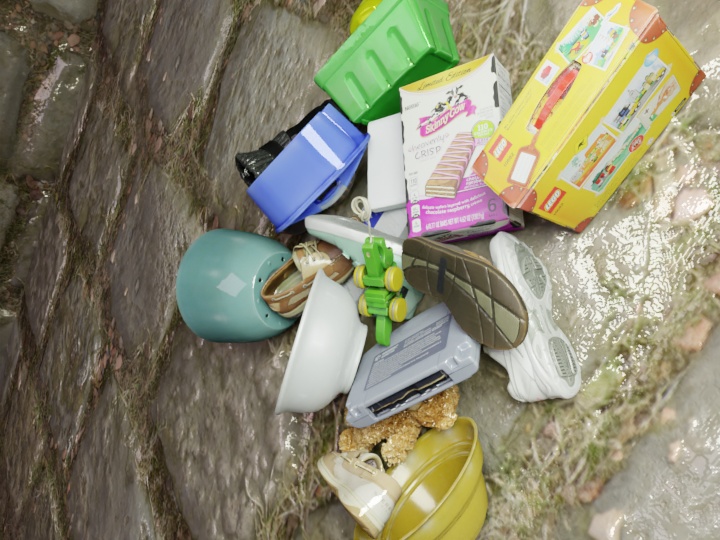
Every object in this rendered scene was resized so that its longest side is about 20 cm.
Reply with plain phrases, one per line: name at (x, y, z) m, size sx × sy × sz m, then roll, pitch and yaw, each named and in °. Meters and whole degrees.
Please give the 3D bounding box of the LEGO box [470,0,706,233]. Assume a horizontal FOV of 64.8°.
LEGO box at (0.229, -0.150, 0.575) m, size 0.202 × 0.147 × 0.078 m, roll -57°, pitch 48°, yaw 23°

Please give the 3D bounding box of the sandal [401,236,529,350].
sandal at (0.119, 0.015, 0.642) m, size 0.199 × 0.054 × 0.084 m, roll 33°, pitch 124°, yaw 51°

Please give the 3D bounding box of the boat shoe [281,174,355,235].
boat shoe at (-0.087, -0.138, 0.976) m, size 0.199 × 0.073 × 0.075 m, roll -35°, pitch 59°, yaw 37°

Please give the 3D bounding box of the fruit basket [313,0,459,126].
fruit basket at (0.030, -0.344, 0.844) m, size 0.212 × 0.154 × 0.222 m, roll 4°, pitch 97°, yaw 36°

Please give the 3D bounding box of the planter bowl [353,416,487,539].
planter bowl at (0.089, 0.276, 0.667) m, size 0.084 × 0.201 × 0.200 m, roll 45°, pitch 123°, yaw -2°

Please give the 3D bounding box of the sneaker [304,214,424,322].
sneaker at (0.000, 0.000, 0.796) m, size 0.196 × 0.074 × 0.121 m, roll 21°, pitch 106°, yaw 6°

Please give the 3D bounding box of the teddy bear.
teddy bear at (0.038, 0.187, 0.763) m, size 0.198 × 0.067 × 0.147 m, roll -20°, pitch 33°, yaw 50°

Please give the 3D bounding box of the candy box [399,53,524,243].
candy box at (0.122, -0.144, 0.706) m, size 0.134 × 0.060 × 0.206 m, roll -10°, pitch 77°, yaw 33°

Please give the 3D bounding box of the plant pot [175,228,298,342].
plant pot at (-0.187, 0.031, 0.973) m, size 0.158 × 0.198 × 0.206 m, roll 3°, pitch 85°, yaw 39°

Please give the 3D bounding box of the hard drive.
hard drive at (0.098, -0.162, 0.780) m, size 0.196 × 0.026 × 0.136 m, roll -8°, pitch 77°, yaw 34°

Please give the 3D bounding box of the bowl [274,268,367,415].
bowl at (-0.046, 0.109, 0.776) m, size 0.201 × 0.088 × 0.206 m, roll -162°, pitch 89°, yaw -87°

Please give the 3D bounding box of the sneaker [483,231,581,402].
sneaker at (0.173, 0.056, 0.655) m, size 0.099 × 0.077 × 0.205 m, roll -32°, pitch 59°, yaw 43°

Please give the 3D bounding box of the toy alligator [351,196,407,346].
toy alligator at (0.027, -0.003, 0.721) m, size 0.058 × 0.054 × 0.205 m, roll 5°, pitch 115°, yaw 33°

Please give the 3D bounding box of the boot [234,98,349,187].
boot at (-0.112, -0.198, 0.927) m, size 0.081 × 0.156 × 0.210 m, roll 63°, pitch 156°, yaw -8°

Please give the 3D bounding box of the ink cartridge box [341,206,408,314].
ink cartridge box at (0.018, -0.040, 0.869) m, size 0.202 × 0.037 × 0.095 m, roll -58°, pitch 47°, yaw 24°

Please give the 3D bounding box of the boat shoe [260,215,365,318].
boat shoe at (-0.071, -0.006, 0.859) m, size 0.200 × 0.073 × 0.076 m, roll -44°, pitch 48°, yaw 13°

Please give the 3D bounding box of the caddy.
caddy at (-0.069, -0.141, 0.822) m, size 0.199 × 0.105 × 0.142 m, roll -40°, pitch 13°, yaw 24°

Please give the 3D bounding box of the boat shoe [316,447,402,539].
boat shoe at (0.001, 0.257, 0.695) m, size 0.069 × 0.074 × 0.199 m, roll -42°, pitch 11°, yaw -14°

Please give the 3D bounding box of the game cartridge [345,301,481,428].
game cartridge at (0.069, 0.107, 0.704) m, size 0.199 × 0.041 × 0.134 m, roll -35°, pitch 22°, yaw 33°
